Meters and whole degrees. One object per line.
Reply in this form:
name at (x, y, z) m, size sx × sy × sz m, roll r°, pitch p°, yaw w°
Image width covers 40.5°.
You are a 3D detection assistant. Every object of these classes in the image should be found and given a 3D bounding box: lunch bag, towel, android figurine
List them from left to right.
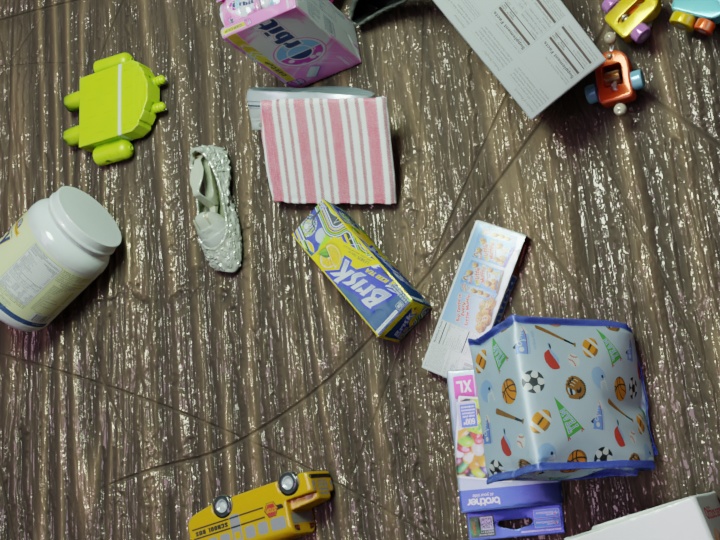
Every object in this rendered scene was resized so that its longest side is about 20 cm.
android figurine at (-0.394, -0.263, 1.567) m, size 0.199 × 0.041 × 0.183 m, roll -12°, pitch 73°, yaw 26°
towel at (-0.044, -0.164, 1.330) m, size 0.199 × 0.030 × 0.147 m, roll 4°, pitch 111°, yaw 26°
lunch bag at (0.230, 0.144, 1.071) m, size 0.124 × 0.199 × 0.171 m, roll -34°, pitch 59°, yaw 59°

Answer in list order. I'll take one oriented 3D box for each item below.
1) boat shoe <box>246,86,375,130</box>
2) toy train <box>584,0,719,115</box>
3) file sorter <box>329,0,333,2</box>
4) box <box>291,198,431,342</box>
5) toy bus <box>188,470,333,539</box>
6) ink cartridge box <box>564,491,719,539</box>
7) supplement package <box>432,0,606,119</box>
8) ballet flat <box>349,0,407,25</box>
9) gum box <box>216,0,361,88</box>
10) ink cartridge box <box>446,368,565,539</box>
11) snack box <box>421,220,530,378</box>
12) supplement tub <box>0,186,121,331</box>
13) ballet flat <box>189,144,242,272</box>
boat shoe at (-0.068, -0.223, 1.377) m, size 0.199 × 0.074 × 0.067 m, roll 8°, pitch 111°, yaw 29°
toy train at (0.361, -0.269, 1.156) m, size 0.199 × 0.056 × 0.151 m, roll -18°, pitch 73°, yaw 27°
file sorter at (-0.120, -0.473, 1.395) m, size 0.199 × 0.126 × 0.139 m, roll 21°, pitch 71°, yaw 30°
box at (0.000, 0.000, 1.285) m, size 0.070 × 0.064 × 0.200 m, roll -47°, pitch 63°, yaw 12°
toy bus at (-0.129, 0.323, 1.284) m, size 0.199 × 0.065 × 0.079 m, roll -23°, pitch 70°, yaw 22°
ink cartridge box at (0.323, 0.343, 0.989) m, size 0.144 × 0.147 × 0.201 m, roll -26°, pitch 69°, yaw 21°
supplement package at (0.172, -0.304, 1.153) m, size 0.111 × 0.156 × 0.200 m, roll -38°, pitch 109°, yaw 15°
ballet flat at (0.041, -0.371, 1.296) m, size 0.057 × 0.066 × 0.200 m, roll -61°, pitch 15°, yaw -12°
gum box at (-0.096, -0.327, 1.327) m, size 0.113 × 0.200 × 0.066 m, roll -17°, pitch 71°, yaw 23°
ink cartridge box at (0.171, 0.212, 1.148) m, size 0.119 × 0.042 × 0.201 m, roll -8°, pitch 78°, yaw 12°
snack box at (0.144, 0.041, 1.220) m, size 0.072 × 0.024 × 0.201 m, roll 20°, pitch 89°, yaw 30°
supplement tub at (-0.481, -0.019, 1.502) m, size 0.200 × 0.145 × 0.145 m, roll -42°, pitch 63°, yaw 14°
ballet flat at (-0.221, -0.092, 1.424) m, size 0.072 × 0.072 × 0.201 m, roll -18°, pitch 72°, yaw 24°
